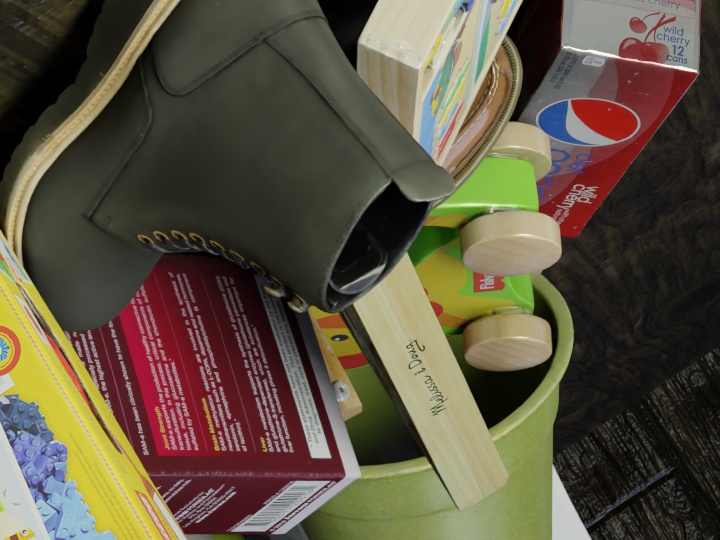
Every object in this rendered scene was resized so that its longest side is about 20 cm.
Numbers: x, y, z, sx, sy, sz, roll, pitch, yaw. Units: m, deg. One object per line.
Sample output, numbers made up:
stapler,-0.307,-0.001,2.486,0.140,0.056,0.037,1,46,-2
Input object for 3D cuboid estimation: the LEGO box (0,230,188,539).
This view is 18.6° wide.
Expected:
LEGO box,-0.162,0.073,0.763,0.149,0.200,0.077,-33,168,-2

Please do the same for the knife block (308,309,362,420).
knife block,-0.121,0.093,1.046,0.200,0.064,0.176,-13,159,-48

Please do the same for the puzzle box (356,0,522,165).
puzzle box,0.038,-0.103,0.847,0.200,0.025,0.133,89,26,-75

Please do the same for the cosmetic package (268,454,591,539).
cosmetic package,0.031,0.156,1.463,0.165,0.165,0.200,-30,-160,-11

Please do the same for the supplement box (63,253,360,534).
supplement box,-0.104,0.050,0.906,0.200,0.109,0.061,7,145,-42

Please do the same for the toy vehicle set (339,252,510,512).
toy vehicle set,0.000,0.000,0.891,0.026,0.124,0.200,-30,142,-3

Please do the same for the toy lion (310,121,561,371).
toy lion,0.001,0.002,1.111,0.191,0.069,0.200,-4,156,0

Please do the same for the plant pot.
plant pot,0.037,0.121,1.256,0.200,0.200,0.190,-28,126,-20

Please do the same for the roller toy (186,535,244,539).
roller toy,-0.178,0.204,1.352,0.182,0.140,0.200,-46,163,8

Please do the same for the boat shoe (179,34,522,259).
boat shoe,-0.017,-0.043,0.979,0.200,0.072,0.068,-36,168,14

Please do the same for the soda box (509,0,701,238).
soda box,0.104,-0.085,1.081,0.070,0.064,0.200,9,157,-9

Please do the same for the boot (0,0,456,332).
boot,-0.054,-0.012,0.779,0.077,0.138,0.200,-18,150,-38
